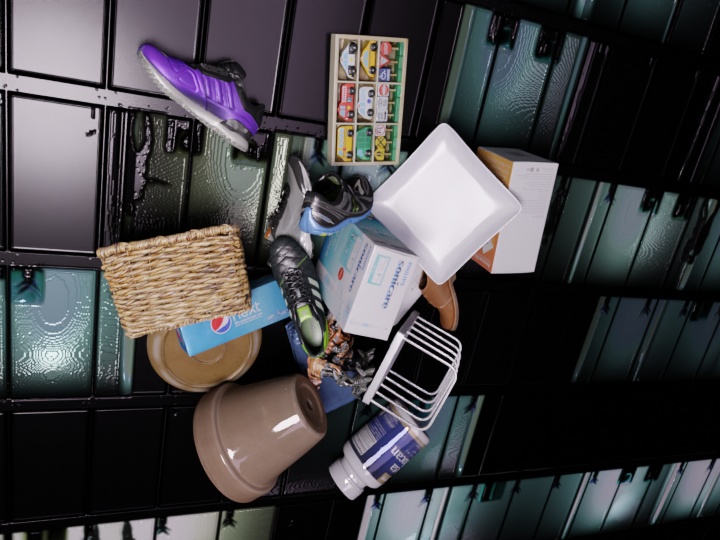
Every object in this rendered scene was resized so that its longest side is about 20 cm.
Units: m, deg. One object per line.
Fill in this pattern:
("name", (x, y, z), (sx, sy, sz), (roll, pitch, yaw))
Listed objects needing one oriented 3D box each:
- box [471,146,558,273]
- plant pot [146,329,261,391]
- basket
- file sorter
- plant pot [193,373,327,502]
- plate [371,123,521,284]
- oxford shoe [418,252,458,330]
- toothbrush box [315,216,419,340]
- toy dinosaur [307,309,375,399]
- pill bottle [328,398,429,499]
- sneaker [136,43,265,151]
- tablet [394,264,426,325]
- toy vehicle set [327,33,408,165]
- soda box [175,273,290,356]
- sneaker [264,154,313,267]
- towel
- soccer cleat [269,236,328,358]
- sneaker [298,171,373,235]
("box", (0.266, -0.112, 1.081), (0.096, 0.124, 0.203), (-2, 112, -21))
("plant pot", (-0.266, 0.129, 1.024), (0.197, 0.028, 0.203), (-8, 115, -18))
("basket", (-0.273, -0.012, 0.891), (0.197, 0.143, 0.151), (-13, 119, -10))
("file sorter", (0.105, 0.180, 1.078), (0.123, 0.200, 0.140), (29, 102, 8))
("plant pot", (-0.154, 0.264, 1.003), (0.173, 0.201, 0.201), (-27, 121, 12))
("plate", (0.142, -0.113, 1.020), (0.200, 0.032, 0.200), (47, 109, 2))
("oxford shoe", (0.147, 0.039, 1.129), (0.070, 0.072, 0.202), (-16, 126, -1))
("toothbrush box", (0.000, 0.000, 0.977), (0.084, 0.200, 0.148), (13, 108, -26))
("toy dinosaur", (-0.047, 0.159, 1.047), (0.134, 0.103, 0.202), (20, 128, -5))
("pill bottle", (0.035, 0.367, 1.201), (0.199, 0.111, 0.111), (-41, 121, -1))
("sneaker", (-0.220, -0.271, 0.852), (0.199, 0.069, 0.100), (37, 88, -34))
("tablet", (0.086, -0.001, 1.120), (0.130, 0.014, 0.201), (37, 94, -30))
("toy vehicle set", (0.010, -0.274, 0.962), (0.122, 0.027, 0.203), (-6, 114, -20))
("soda box", (-0.204, 0.067, 0.973), (0.198, 0.064, 0.069), (-22, 106, -26))
("sneaker", (-0.116, -0.088, 0.967), (0.078, 0.074, 0.203), (-1, 113, -16))
("towel", (-0.066, 0.169, 1.111), (0.110, 0.049, 0.203), (-19, 117, -13))
("soccer cleat", (-0.093, 0.043, 0.943), (0.067, 0.081, 0.203), (-19, 103, -2))
("sneaker", (-0.031, -0.118, 0.930), (0.199, 0.070, 0.084), (-40, 140, -56))
